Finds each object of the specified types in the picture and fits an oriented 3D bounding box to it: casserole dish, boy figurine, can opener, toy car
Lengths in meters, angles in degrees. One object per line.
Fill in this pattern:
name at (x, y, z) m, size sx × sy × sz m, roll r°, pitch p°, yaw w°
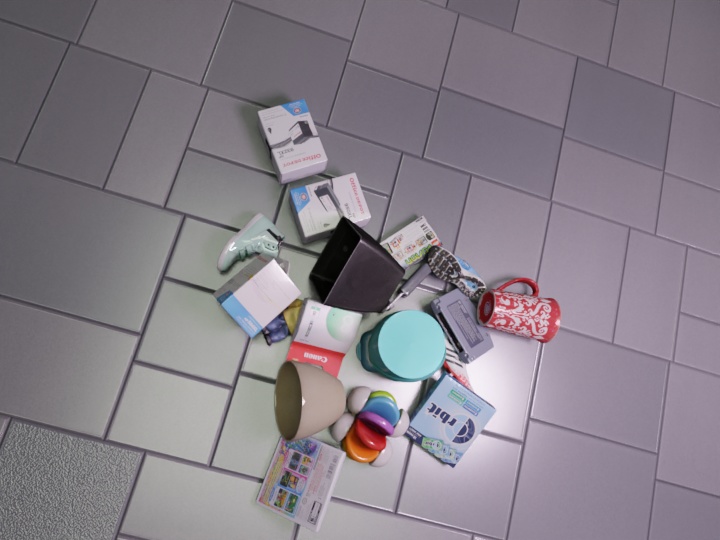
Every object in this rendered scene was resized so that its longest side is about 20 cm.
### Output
casserole dish at (0.089, 0.223, 1.523) m, size 0.199 × 0.039 × 0.121 m, roll 0°, pitch 78°, yaw -9°
boy figurine at (-0.176, 0.128, 1.482) m, size 0.200 × 0.064 × 0.125 m, roll -26°, pitch 85°, yaw -15°
can opener at (0.117, 0.045, 1.556) m, size 0.067 × 0.053 × 0.200 m, roll 45°, pitch 74°, yaw 0°
toy car at (0.032, 0.408, 1.417) m, size 0.175 × 0.150 × 0.200 m, roll 34°, pitch 75°, yaw -1°

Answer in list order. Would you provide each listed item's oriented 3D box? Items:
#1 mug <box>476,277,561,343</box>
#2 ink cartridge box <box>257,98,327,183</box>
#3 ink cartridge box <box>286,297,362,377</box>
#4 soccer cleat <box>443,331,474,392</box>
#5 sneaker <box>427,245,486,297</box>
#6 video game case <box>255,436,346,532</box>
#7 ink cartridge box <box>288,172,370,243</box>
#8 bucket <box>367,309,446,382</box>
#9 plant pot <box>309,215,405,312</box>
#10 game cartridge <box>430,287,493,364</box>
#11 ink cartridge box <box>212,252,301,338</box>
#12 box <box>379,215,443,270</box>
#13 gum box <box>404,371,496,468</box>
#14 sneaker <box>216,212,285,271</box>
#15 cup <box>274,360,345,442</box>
mug at (0.443, 0.112, 1.562) m, size 0.199 × 0.134 × 0.178 m, roll 12°, pitch 34°, yaw -13°
ink cartridge box at (-0.197, -0.372, 1.568) m, size 0.145 × 0.084 × 0.200 m, roll -19°, pitch 83°, yaw -13°
ink cartridge box at (-0.101, 0.188, 1.452) m, size 0.161 × 0.050 × 0.201 m, roll 17°, pitch 87°, yaw -20°
soccer cleat at (0.272, 0.263, 1.533) m, size 0.085 × 0.069 × 0.200 m, roll -35°, pitch 82°, yaw -10°
sneaker at (0.276, -0.003, 1.584) m, size 0.200 × 0.090 × 0.078 m, roll 40°, pitch 113°, yaw -9°
video game case at (-0.152, 0.531, 1.388) m, size 0.182 × 0.024 × 0.200 m, roll 16°, pitch 75°, yaw 21°
ink cartridge box at (-0.089, -0.179, 1.548) m, size 0.200 × 0.084 × 0.145 m, roll -18°, pitch 83°, yaw -13°
bucket at (0.125, 0.199, 1.439) m, size 0.207 × 0.135 × 0.208 m, roll 1°, pitch 80°, yaw -5°
plant pot at (0.000, 0.000, 1.457) m, size 0.177 × 0.200 × 0.200 m, roll 24°, pitch 103°, yaw -24°
game cartridge at (0.293, 0.154, 1.545) m, size 0.133 × 0.042 × 0.200 m, roll -20°, pitch 76°, yaw -44°
ink cartridge box at (-0.262, 0.053, 1.427) m, size 0.200 × 0.128 × 0.125 m, roll -41°, pitch 113°, yaw -12°
box at (0.131, -0.064, 1.589) m, size 0.200 × 0.035 × 0.110 m, roll -33°, pitch 86°, yaw -14°
gum box at (0.240, 0.405, 1.478) m, size 0.170 × 0.045 × 0.200 m, roll 35°, pitch 94°, yaw -2°
sneaker at (-0.295, -0.054, 1.490) m, size 0.118 × 0.074 × 0.201 m, roll 38°, pitch 72°, yaw 6°
cup at (-0.123, 0.332, 1.400) m, size 0.143 × 0.200 × 0.201 m, roll 4°, pitch 77°, yaw -28°
